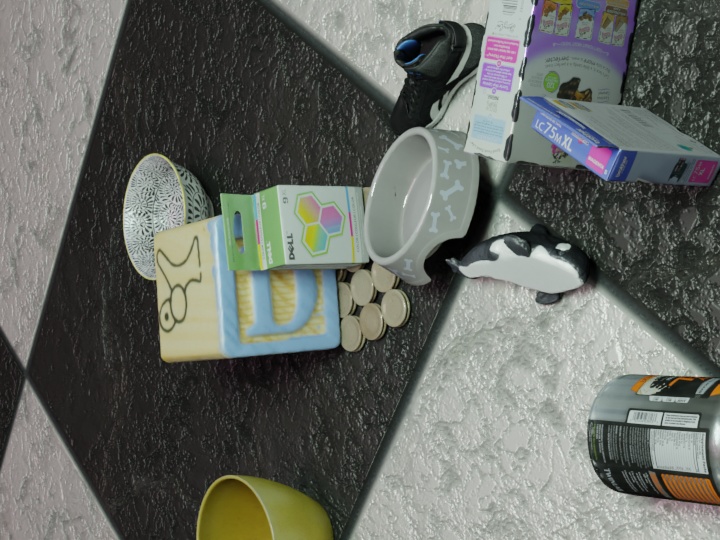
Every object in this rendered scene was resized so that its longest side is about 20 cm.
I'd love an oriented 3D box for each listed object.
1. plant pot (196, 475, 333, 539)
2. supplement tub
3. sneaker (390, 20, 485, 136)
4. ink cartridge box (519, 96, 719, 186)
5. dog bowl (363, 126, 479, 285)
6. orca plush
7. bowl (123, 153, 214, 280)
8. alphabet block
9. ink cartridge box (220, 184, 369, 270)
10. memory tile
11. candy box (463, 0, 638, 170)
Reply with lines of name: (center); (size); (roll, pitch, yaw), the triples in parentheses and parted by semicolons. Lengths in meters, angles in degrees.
plant pot: (-0.122, 0.386, 1.711); (0.199, 0.141, 0.203); (-2, 88, 51)
supplement tub: (0.331, 0.165, 1.176); (0.199, 0.121, 0.125); (-3, 88, 50)
sneaker: (0.069, -0.243, 1.504); (0.200, 0.111, 0.074); (-46, 56, 40)
ink cartridge box: (0.257, -0.129, 1.206); (0.119, 0.198, 0.042); (44, 121, 42)
dog bowl: (0.070, -0.086, 1.501); (0.200, 0.058, 0.203); (-41, 41, 49)
orca plush: (0.196, -0.017, 1.409); (0.105, 0.071, 0.199); (46, 153, -15)
bowl: (-0.300, -0.086, 1.967); (0.199, 0.093, 0.204); (-1, 89, 51)
alphabet block: (-0.163, 0.026, 1.707); (0.199, 0.194, 0.199); (-8, 84, 55)
ink cartridge box: (-0.084, -0.056, 1.595); (0.059, 0.198, 0.106); (-13, 81, 49)
memory tile: (0.000, 0.000, 1.663); (0.153, 0.017, 0.203); (-33, 65, 46)
candy box: (0.206, -0.214, 1.293); (0.071, 0.166, 0.203); (21, 106, 48)
